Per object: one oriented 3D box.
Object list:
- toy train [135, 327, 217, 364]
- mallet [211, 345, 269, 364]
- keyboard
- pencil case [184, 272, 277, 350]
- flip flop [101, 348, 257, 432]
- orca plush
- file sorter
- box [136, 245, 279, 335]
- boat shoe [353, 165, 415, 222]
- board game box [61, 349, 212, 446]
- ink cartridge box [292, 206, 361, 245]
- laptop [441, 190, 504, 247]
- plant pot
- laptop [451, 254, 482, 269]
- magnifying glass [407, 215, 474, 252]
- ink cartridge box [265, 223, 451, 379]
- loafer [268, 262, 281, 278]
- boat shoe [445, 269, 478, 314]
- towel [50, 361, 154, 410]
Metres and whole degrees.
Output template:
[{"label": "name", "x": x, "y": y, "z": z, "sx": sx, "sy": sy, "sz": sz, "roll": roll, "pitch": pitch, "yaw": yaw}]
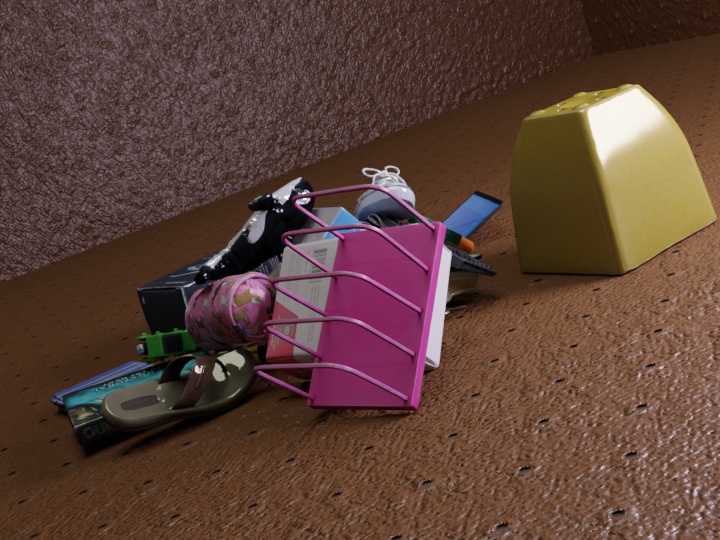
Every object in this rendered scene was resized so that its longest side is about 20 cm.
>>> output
[{"label": "toy train", "x": -0.233, "y": 0.097, "z": 1.472, "sx": 0.056, "sy": 0.042, "sz": 0.199, "roll": -13, "pitch": -4, "yaw": 27}, {"label": "mallet", "x": -0.158, "y": 0.109, "z": 1.447, "sx": 0.198, "sy": 0.042, "sz": 0.066, "roll": -12, "pitch": 14, "yaw": 44}, {"label": "keyboard", "x": 0.079, "y": -0.040, "z": 1.393, "sx": 0.126, "sy": 0.021, "sz": 0.199, "roll": 12, "pitch": 12, "yaw": -38}, {"label": "pencil case", "x": -0.161, "y": 0.055, "z": 1.355, "sx": 0.082, "sy": 0.088, "sz": 0.199, "roll": 22, "pitch": -15, "yaw": -23}, {"label": "flip flop", "x": -0.211, "y": 0.133, "z": 1.267, "sx": 0.197, "sy": 0.058, "sz": 0.081, "roll": -13, "pitch": 36, "yaw": -27}, {"label": "orca plush", "x": -0.122, "y": -0.036, "z": 1.381, "sx": 0.071, "sy": 0.106, "sz": 0.199, "roll": 39, "pitch": 56, "yaw": 23}, {"label": "file sorter", "x": -0.014, "y": 0.028, "z": 1.100, "sx": 0.137, "sy": 0.203, "sz": 0.125, "roll": -5, "pitch": -25, "yaw": 37}, {"label": "box", "x": -0.225, "y": 0.038, "z": 1.681, "sx": 0.199, "sy": 0.106, "sz": 0.147, "roll": -28, "pitch": 16, "yaw": -36}, {"label": "boat shoe", "x": 0.033, "y": -0.111, "z": 1.521, "sx": 0.073, "sy": 0.088, "sz": 0.202, "roll": 7, "pitch": -13, "yaw": -9}, {"label": "board game box", "x": -0.273, "y": 0.157, "z": 1.358, "sx": 0.197, "sy": 0.029, "sz": 0.135, "roll": -18, "pitch": 16, "yaw": -19}, {"label": "ink cartridge box", "x": 0.000, "y": 0.000, "z": 1.450, "sx": 0.115, "sy": 0.199, "sz": 0.067, "roll": 2, "pitch": 57, "yaw": 58}, {"label": "laptop", "x": 0.108, "y": -0.090, "z": 1.730, "sx": 0.197, "sy": 0.105, "sz": 0.177, "roll": 11, "pitch": 8, "yaw": -10}, {"label": "plant pot", "x": 0.307, "y": -0.125, "z": 1.382, "sx": 0.194, "sy": 0.203, "sz": 0.193, "roll": -26, "pitch": 15, "yaw": -30}, {"label": "laptop", "x": 0.039, "y": -0.042, "z": 1.574, "sx": 0.198, "sy": 0.118, "sz": 0.186, "roll": -20, "pitch": 11, "yaw": -30}, {"label": "magnifying glass", "x": 0.125, "y": -0.051, "z": 1.549, "sx": 0.079, "sy": 0.023, "sz": 0.199, "roll": 27, "pitch": 5, "yaw": 24}, {"label": "ink cartridge box", "x": -0.002, "y": 0.041, "z": 1.227, "sx": 0.198, "sy": 0.149, "sz": 0.083, "roll": -8, "pitch": -28, "yaw": 36}, {"label": "loafer", "x": -0.077, "y": 0.039, "z": 1.431, "sx": 0.199, "sy": 0.071, "sz": 0.064, "roll": 29, "pitch": 90, "yaw": 54}, {"label": "boat shoe", "x": 0.062, "y": 0.043, "z": 1.358, "sx": 0.197, "sy": 0.064, "sz": 0.073, "roll": -15, "pitch": -3, "yaw": -15}, {"label": "towel", "x": -0.335, "y": 0.169, "z": 1.482, "sx": 0.143, "sy": 0.024, "sz": 0.199, "roll": -24, "pitch": 15, "yaw": -31}]
